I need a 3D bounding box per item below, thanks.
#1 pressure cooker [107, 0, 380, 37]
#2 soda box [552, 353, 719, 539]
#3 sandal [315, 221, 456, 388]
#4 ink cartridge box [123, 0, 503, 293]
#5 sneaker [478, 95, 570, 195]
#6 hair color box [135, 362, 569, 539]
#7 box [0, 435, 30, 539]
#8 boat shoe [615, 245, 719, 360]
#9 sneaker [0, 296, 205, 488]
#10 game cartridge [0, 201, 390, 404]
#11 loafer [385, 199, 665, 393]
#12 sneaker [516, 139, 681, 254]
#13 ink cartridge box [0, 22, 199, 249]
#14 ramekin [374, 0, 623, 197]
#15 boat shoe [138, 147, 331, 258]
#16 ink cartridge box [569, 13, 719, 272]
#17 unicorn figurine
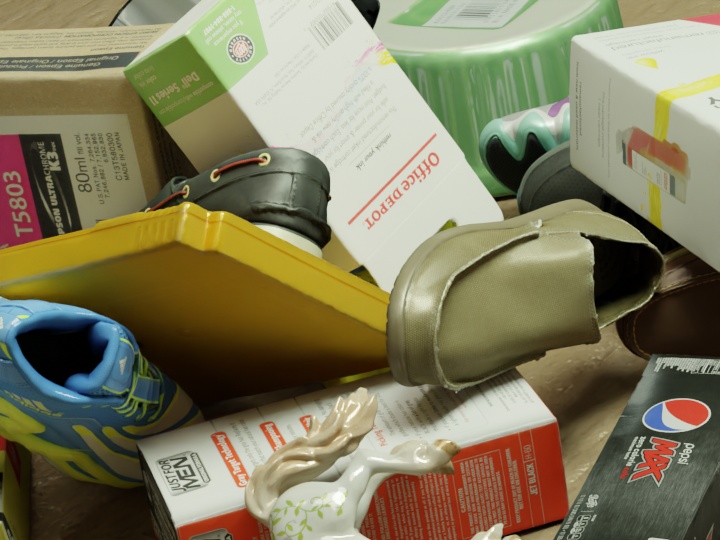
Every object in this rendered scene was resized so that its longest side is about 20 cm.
[{"bbox_3d":[-0.063,-0.086,1.786,0.179,0.176,0.200,-21,24,-14],"label":"pressure cooker"},{"bbox_3d":[0.147,0.117,1.412,0.063,0.071,0.200,0,28,23],"label":"soda box"},{"bbox_3d":[0.000,0.000,1.692,0.087,0.080,0.200,11,30,24],"label":"sandal"},{"bbox_3d":[-0.023,-0.069,1.621,0.067,0.200,0.117,-25,15,48],"label":"ink cartridge box"},{"bbox_3d":[0.176,-0.103,1.817,0.200,0.078,0.140,3,44,6],"label":"sneaker"},{"bbox_3d":[-0.005,0.106,1.505,0.200,0.061,0.102,-14,25,-10],"label":"hair color box"},{"bbox_3d":[-0.217,0.112,1.583,0.075,0.050,0.200,-13,25,2],"label":"box"},{"bbox_3d":[0.237,0.019,1.580,0.200,0.072,0.068,-6,24,2],"label":"boat shoe"},{"bbox_3d":[-0.137,0.066,1.517,0.200,0.076,0.105,25,-13,-39],"label":"sneaker"},{"bbox_3d":[-0.088,0.019,1.552,0.200,0.176,0.032,-14,59,43],"label":"game cartridge"},{"bbox_3d":[0.087,0.009,1.522,0.067,0.076,0.200,8,25,37],"label":"loafer"},{"bbox_3d":[0.181,-0.036,1.708,0.200,0.073,0.082,1,27,22],"label":"sneaker"},{"bbox_3d":[-0.169,-0.036,1.694,0.165,0.200,0.075,-2,28,20],"label":"ink cartridge box"},{"bbox_3d":[0.082,-0.132,1.912,0.200,0.098,0.200,-8,26,4],"label":"ramekin"},{"bbox_3d":[-0.084,-0.015,1.583,0.201,0.074,0.063,-20,53,51],"label":"boat shoe"},{"bbox_3d":[0.220,-0.073,1.602,0.145,0.083,0.200,-9,23,-20],"label":"ink cartridge box"},{"bbox_3d":[0.009,0.151,1.387,0.137,0.074,0.200,-27,42,-13],"label":"unicorn figurine"}]
